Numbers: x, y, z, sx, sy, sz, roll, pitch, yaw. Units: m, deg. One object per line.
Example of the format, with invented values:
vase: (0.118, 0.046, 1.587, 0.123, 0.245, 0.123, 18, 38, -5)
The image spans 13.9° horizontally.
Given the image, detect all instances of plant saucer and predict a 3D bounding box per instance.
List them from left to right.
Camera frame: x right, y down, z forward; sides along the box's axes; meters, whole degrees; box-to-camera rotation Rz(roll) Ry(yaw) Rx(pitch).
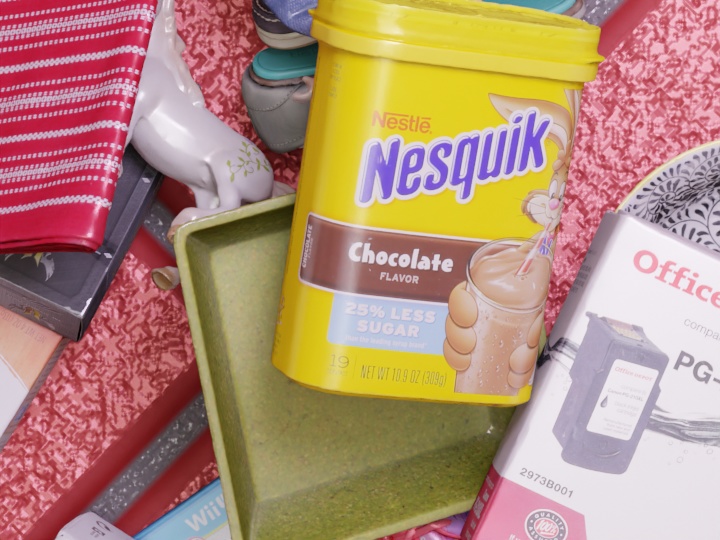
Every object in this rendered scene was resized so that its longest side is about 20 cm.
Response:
plant saucer: (0.001, 0.042, 1.595, 0.199, 0.048, 0.201, -16, 107, -18)

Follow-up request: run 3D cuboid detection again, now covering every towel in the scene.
towel: (-0.177, -0.100, 1.588, 0.144, 0.022, 0.201, -2, 68, 35)

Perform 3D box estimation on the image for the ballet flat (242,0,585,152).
ballet flat: (0.033, -0.112, 1.676, 0.199, 0.067, 0.064, -13, 119, 2)

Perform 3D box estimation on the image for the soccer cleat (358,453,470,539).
soccer cleat: (0.022, 0.129, 1.656, 0.199, 0.073, 0.068, 28, 124, -10)

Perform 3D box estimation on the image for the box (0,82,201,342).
box: (-0.211, -0.074, 1.660, 0.199, 0.048, 0.159, 25, 70, 0)

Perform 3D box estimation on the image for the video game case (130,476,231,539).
video game case: (-0.036, 0.209, 1.706, 0.143, 0.018, 0.200, -34, 90, 2)

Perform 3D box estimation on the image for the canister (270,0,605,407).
canister: (0.036, -0.037, 1.520, 0.148, 0.087, 0.201, 5, 101, -22)

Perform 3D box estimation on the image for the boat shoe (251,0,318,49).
boat shoe: (0.013, -0.205, 1.655, 0.200, 0.072, 0.065, -38, 131, -5)

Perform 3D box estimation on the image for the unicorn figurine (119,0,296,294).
unicorn figurine: (-0.107, -0.080, 1.619, 0.200, 0.074, 0.138, 53, 49, -20)

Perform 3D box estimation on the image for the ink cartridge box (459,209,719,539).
ink cartridge box: (0.159, 0.085, 1.572, 0.144, 0.084, 0.201, 24, 92, -1)

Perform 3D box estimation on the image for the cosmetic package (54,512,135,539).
cosmetic package: (-0.102, 0.234, 1.664, 0.199, 0.074, 0.102, 31, 100, 5)

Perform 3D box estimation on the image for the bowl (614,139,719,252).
bowl: (0.221, 0.025, 1.659, 0.199, 0.094, 0.202, 0, 91, 0)

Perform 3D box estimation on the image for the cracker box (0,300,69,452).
cracker box: (-0.273, 0.085, 1.687, 0.134, 0.058, 0.201, 32, 92, 1)

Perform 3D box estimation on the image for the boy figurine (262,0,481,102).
boy figurine: (0.014, -0.132, 1.598, 0.200, 0.064, 0.125, 39, 93, 0)
